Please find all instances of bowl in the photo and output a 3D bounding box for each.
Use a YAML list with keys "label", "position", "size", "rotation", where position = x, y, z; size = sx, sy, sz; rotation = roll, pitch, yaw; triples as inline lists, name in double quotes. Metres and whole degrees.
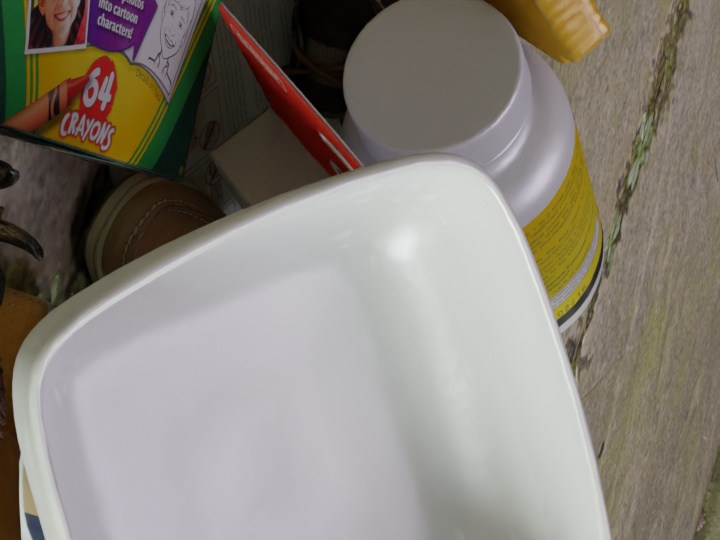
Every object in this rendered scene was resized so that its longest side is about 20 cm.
- label: "bowl"
  position: [-0.020, 0.073, 0.703]
  size: [0.199, 0.074, 0.201]
  rotation: [-24, 104, -28]

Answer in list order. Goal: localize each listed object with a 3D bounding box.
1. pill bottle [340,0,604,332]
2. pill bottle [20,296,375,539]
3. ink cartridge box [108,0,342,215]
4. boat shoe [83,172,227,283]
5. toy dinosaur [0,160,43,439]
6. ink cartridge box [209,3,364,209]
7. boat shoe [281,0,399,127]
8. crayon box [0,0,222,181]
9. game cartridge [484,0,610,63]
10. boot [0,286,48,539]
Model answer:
- label: "pill bottle"
  position: [0.052, -0.045, 0.977]
  size: [0.200, 0.110, 0.112]
  rotation: [62, 45, -63]
- label: "pill bottle"
  position: [-0.077, 0.073, 0.839]
  size: [0.116, 0.199, 0.117]
  rotation: [12, 90, -70]
- label: "ink cartridge box"
  position: [-0.066, -0.087, 1.030]
  size: [0.200, 0.047, 0.161]
  rotation: [-42, 145, -32]
- label: "boat shoe"
  position: [-0.064, 0.015, 0.999]
  size: [0.074, 0.066, 0.200]
  rotation: [-56, 150, -6]
- label: "toy dinosaur"
  position: [-0.154, 0.022, 0.674]
  size: [0.135, 0.201, 0.086]
  rotation: [-12, 151, -27]
- label: "ink cartridge box"
  position: [0.000, 0.000, 0.900]
  size: [0.043, 0.200, 0.174]
  rotation: [-38, 149, -4]
- label: "boat shoe"
  position: [0.000, -0.105, 1.007]
  size: [0.072, 0.072, 0.200]
  rotation: [-58, 157, -15]
- label: "crayon box"
  position: [-0.113, -0.136, 0.812]
  size: [0.200, 0.058, 0.174]
  rotation: [14, 89, -71]
- label: "game cartridge"
  position: [0.021, -0.190, 0.911]
  size: [0.032, 0.176, 0.200]
  rotation: [-43, 130, -3]
- label: "boot"
  position: [-0.139, 0.076, 0.707]
  size: [0.071, 0.201, 0.145]
  rotation: [26, 85, -38]
